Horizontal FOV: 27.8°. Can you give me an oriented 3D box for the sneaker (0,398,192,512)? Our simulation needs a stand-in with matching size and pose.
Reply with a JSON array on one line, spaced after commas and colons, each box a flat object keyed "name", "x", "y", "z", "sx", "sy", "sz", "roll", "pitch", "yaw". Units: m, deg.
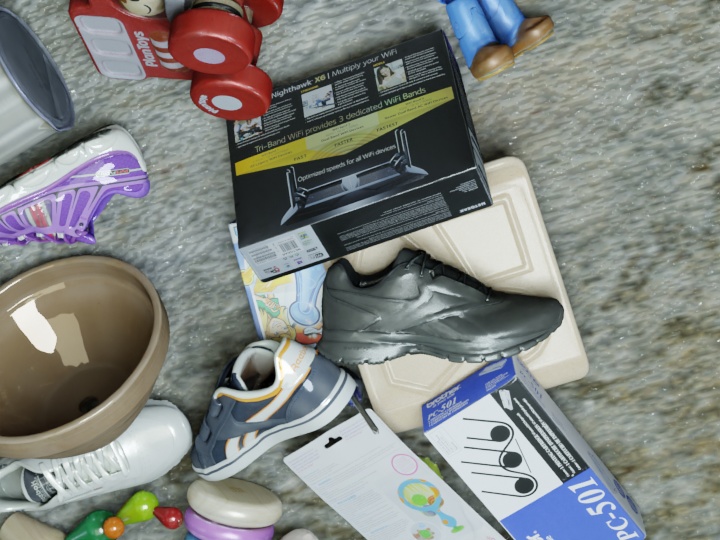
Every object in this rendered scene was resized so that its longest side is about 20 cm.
[{"name": "sneaker", "x": -0.240, "y": 0.172, "z": 1.280, "sx": 0.199, "sy": 0.080, "sz": 0.077, "roll": -21, "pitch": 94, "yaw": 17}]

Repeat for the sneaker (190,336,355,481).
[{"name": "sneaker", "x": -0.094, "y": 0.110, "z": 1.228, "sx": 0.079, "sy": 0.079, "sz": 0.200, "roll": 43, "pitch": 132, "yaw": -17}]

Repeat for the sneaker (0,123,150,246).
[{"name": "sneaker", "x": -0.272, "y": -0.047, "z": 1.256, "sx": 0.199, "sy": 0.081, "sz": 0.084, "roll": -27, "pitch": 101, "yaw": 11}]

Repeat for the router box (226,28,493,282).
[{"name": "router box", "x": -0.006, "y": -0.093, "z": 1.173, "sx": 0.199, "sy": 0.158, "sz": 0.052, "roll": -18, "pitch": 141, "yaw": 11}]

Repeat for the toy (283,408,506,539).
[{"name": "toy", "x": 0.043, "y": 0.197, "z": 1.263, "sx": 0.115, "sy": 0.047, "sz": 0.200, "roll": -34, "pitch": 105, "yaw": 36}]

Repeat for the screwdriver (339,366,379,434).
[{"name": "screwdriver", "x": -0.004, "y": 0.112, "z": 1.185, "sx": 0.028, "sy": 0.200, "sz": 0.029, "roll": 22, "pitch": 99, "yaw": -11}]

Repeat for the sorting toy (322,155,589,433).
[{"name": "sorting toy", "x": 0.075, "y": 0.022, "z": 1.207, "sx": 0.184, "sy": 0.036, "sz": 0.201, "roll": -18, "pitch": 103, "yaw": 10}]

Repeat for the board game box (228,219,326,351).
[{"name": "board game box", "x": 0.000, "y": 0.000, "z": 1.245, "sx": 0.199, "sy": 0.034, "sz": 0.136, "roll": -14, "pitch": 99, "yaw": 10}]

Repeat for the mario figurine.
[{"name": "mario figurine", "x": 0.077, "y": -0.254, "z": 1.149, "sx": 0.106, "sy": 0.124, "sz": 0.200, "roll": -31, "pitch": 99, "yaw": 25}]

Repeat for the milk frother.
[{"name": "milk frother", "x": -0.372, "y": -0.147, "z": 1.189, "sx": 0.187, "sy": 0.200, "sz": 0.181, "roll": -29, "pitch": 91, "yaw": 12}]

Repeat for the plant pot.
[{"name": "plant pot", "x": -0.249, "y": 0.090, "z": 1.246, "sx": 0.200, "sy": 0.202, "sz": 0.093, "roll": -11, "pitch": 137, "yaw": 10}]

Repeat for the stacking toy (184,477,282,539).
[{"name": "stacking toy", "x": -0.129, "y": 0.289, "z": 1.285, "sx": 0.085, "sy": 0.085, "sz": 0.201, "roll": 14, "pitch": 98, "yaw": 5}]

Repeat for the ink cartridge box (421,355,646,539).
[{"name": "ink cartridge box", "x": 0.146, "y": 0.168, "z": 1.219, "sx": 0.094, "sy": 0.044, "sz": 0.200, "roll": -33, "pitch": 113, "yaw": 16}]

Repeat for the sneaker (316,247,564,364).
[{"name": "sneaker", "x": 0.061, "y": 0.026, "z": 1.155, "sx": 0.199, "sy": 0.076, "sz": 0.091, "roll": -2, "pitch": 99, "yaw": 4}]

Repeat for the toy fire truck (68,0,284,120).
[{"name": "toy fire truck", "x": -0.154, "y": -0.203, "z": 1.154, "sx": 0.167, "sy": 0.200, "sz": 0.113, "roll": 3, "pitch": 71, "yaw": 7}]

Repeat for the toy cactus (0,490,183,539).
[{"name": "toy cactus", "x": -0.250, "y": 0.270, "z": 1.314, "sx": 0.165, "sy": 0.102, "sz": 0.201, "roll": 31, "pitch": 106, "yaw": 21}]

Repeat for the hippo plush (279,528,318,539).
[{"name": "hippo plush", "x": 0.001, "y": 0.314, "z": 1.222, "sx": 0.160, "sy": 0.160, "sz": 0.201, "roll": -1, "pitch": 58, "yaw": 5}]
